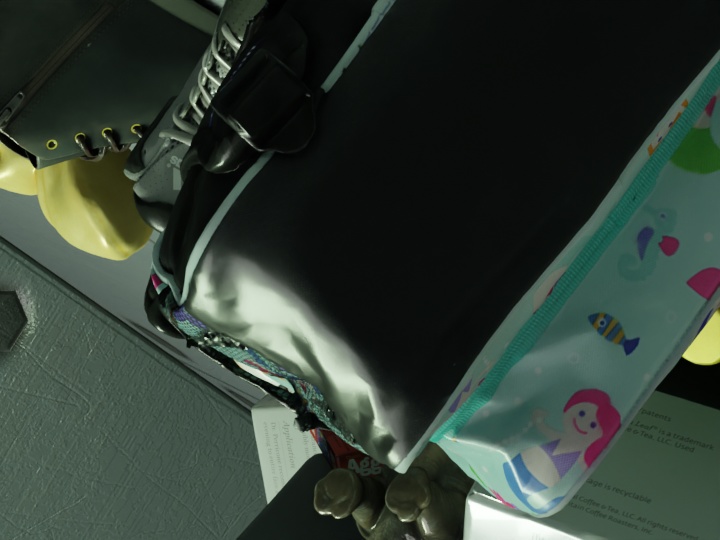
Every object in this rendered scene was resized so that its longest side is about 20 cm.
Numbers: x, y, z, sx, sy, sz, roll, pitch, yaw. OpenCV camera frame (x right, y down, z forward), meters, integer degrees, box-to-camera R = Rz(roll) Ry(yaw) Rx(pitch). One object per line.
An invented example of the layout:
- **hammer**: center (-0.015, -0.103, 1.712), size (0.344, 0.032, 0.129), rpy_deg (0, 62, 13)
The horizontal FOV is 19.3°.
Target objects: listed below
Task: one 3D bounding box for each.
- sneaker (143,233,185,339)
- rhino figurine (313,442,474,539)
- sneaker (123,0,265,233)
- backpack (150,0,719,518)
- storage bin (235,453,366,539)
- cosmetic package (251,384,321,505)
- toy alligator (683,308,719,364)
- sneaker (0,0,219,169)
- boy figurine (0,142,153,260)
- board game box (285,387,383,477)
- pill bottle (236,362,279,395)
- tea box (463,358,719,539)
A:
- **sneaker**: center (0.000, 0.000, 0.915), size (0.198, 0.076, 0.079), rpy_deg (-10, -164, 15)
- **rhino figurine**: center (0.025, 0.098, 0.887), size (0.059, 0.202, 0.087), rpy_deg (19, 175, 32)
- **sneaker**: center (-0.046, -0.063, 0.861), size (0.075, 0.116, 0.200), rpy_deg (35, 172, -3)
- **backpack**: center (0.027, -0.033, 0.588), size (0.150, 0.178, 0.200), rpy_deg (39, 174, -14)
- **storage bin**: center (0.001, 0.182, 1.024), size (0.133, 0.200, 0.147), rpy_deg (16, 122, 22)
- **cosmetic package**: center (0.045, 0.108, 1.193), size (0.198, 0.103, 0.074), rpy_deg (-4, -166, 23)
- **toy alligator**: center (0.104, -0.023, 0.802), size (0.199, 0.059, 0.055), rpy_deg (32, 130, 24)
- **sneaker**: center (-0.099, -0.074, 1.025), size (0.199, 0.107, 0.075), rpy_deg (33, 172, -10)
- **boy figurine**: center (-0.163, -0.092, 1.084), size (0.200, 0.124, 0.064), rpy_deg (51, 180, 18)
- **board game box**: center (0.022, 0.068, 1.110), size (0.102, 0.020, 0.200), rpy_deg (-11, -168, -8)
- **pill bottle**: center (-0.022, 0.038, 1.364), size (0.116, 0.117, 0.200), rpy_deg (30, 172, 15)
- **tea box**: center (0.156, 0.140, 0.883), size (0.198, 0.134, 0.198), rpy_deg (17, 138, 19)
